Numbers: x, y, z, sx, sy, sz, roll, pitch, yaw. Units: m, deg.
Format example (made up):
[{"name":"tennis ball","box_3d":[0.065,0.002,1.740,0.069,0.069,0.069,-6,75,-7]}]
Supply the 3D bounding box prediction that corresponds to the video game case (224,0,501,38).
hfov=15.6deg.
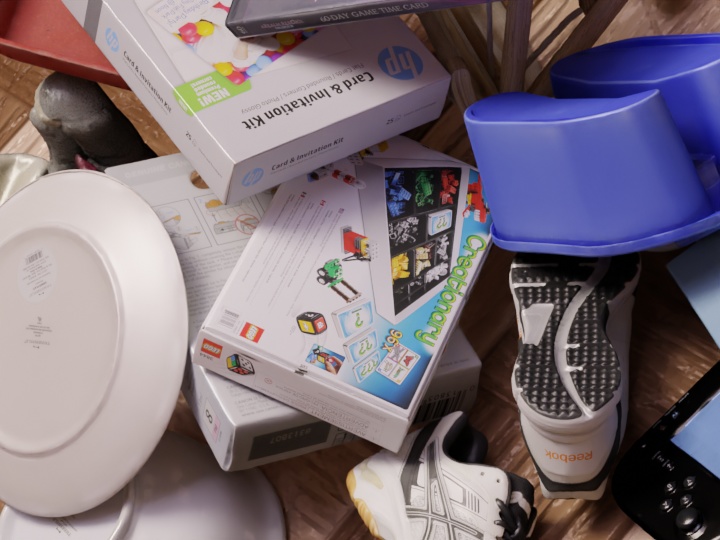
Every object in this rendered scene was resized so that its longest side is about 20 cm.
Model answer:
[{"name":"video game case","box_3d":[0.025,-0.201,1.464,0.199,0.019,0.144,-4,56,35]}]

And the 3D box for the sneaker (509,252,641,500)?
[{"name":"sneaker","box_3d":[0.117,0.049,1.463,0.073,0.080,0.200,2,35,11]}]

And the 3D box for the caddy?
[{"name":"caddy","box_3d":[0.149,-0.059,1.456,0.141,0.106,0.200,-27,16,-27]}]

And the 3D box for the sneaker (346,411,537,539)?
[{"name":"sneaker","box_3d":[0.061,0.149,1.412,0.087,0.076,0.200,-36,43,4]}]

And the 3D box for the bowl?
[{"name":"bowl","box_3d":[-0.150,0.166,1.537,0.200,0.090,0.202,-19,47,22]}]

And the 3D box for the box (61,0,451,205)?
[{"name":"box","box_3d":[-0.068,-0.142,1.531,0.155,0.041,0.200,-23,61,-29]}]

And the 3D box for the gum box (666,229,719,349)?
[{"name":"gum box","box_3d":[0.263,0.003,1.357,0.170,0.045,0.200,-38,27,8]}]

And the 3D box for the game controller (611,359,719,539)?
[{"name":"game controller","box_3d":[0.222,0.069,1.391,0.200,0.042,0.104,-43,42,-5]}]

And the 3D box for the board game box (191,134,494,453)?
[{"name":"board game box","box_3d":[0.000,0.000,1.494,0.126,0.035,0.200,24,48,4]}]

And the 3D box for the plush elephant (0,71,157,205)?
[{"name":"plush elephant","box_3d":[-0.183,-0.014,1.642,0.154,0.200,0.165,-34,87,2]}]

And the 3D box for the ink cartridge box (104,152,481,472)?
[{"name":"ink cartridge box","box_3d":[-0.043,0.012,1.527,0.162,0.057,0.200,-13,50,-25]}]

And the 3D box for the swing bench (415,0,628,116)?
[{"name":"swing bench","box_3d":[0.087,-0.200,1.588,0.201,0.129,0.199,-68,31,31]}]

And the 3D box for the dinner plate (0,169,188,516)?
[{"name":"dinner plate","box_3d":[-0.178,0.040,1.513,0.199,0.024,0.202,-8,77,37]}]

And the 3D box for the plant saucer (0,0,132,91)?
[{"name":"plant saucer","box_3d":[-0.118,-0.174,1.594,0.198,0.037,0.201,15,49,-2]}]
